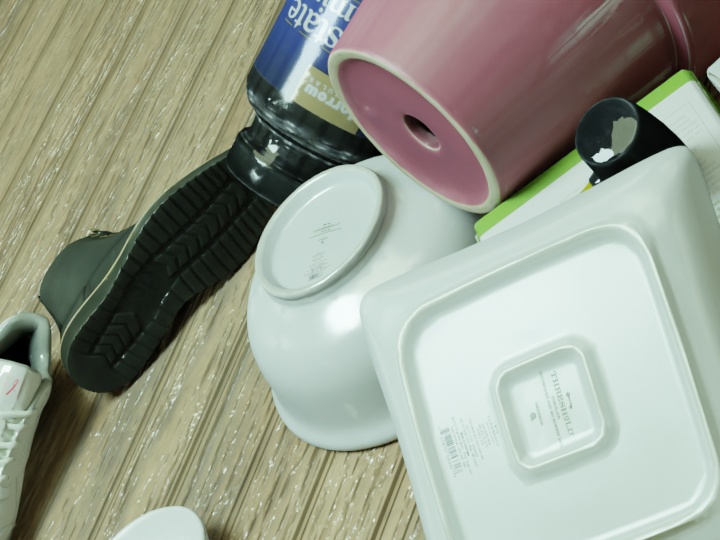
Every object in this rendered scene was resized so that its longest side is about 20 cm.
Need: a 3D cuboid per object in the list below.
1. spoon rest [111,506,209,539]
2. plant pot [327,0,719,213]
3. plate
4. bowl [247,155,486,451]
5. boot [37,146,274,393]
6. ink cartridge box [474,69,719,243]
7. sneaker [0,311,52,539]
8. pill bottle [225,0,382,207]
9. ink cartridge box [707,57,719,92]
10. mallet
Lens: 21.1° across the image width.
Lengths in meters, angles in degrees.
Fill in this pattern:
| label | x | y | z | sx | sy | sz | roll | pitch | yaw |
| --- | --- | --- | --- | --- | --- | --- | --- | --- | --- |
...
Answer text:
| label | x | y | z | sx | sy | sz | roll | pitch | yaw |
| --- | --- | --- | --- | --- | --- | --- | --- | --- | --- |
| spoon rest | -0.140 | 0.223 | 1.118 | 0.099 | 0.061 | 0.201 | -16 | 46 | 36 |
| plant pot | 0.086 | -0.138 | 1.092 | 0.179 | 0.200 | 0.200 | -47 | 34 | -16 |
| plate | 0.096 | 0.066 | 0.916 | 0.199 | 0.032 | 0.201 | -25 | 71 | 28 |
| bowl | 0.000 | 0.000 | 1.163 | 0.201 | 0.090 | 0.202 | -28 | 39 | 25 |
| boot | -0.154 | -0.024 | 1.365 | 0.200 | 0.077 | 0.138 | -46 | 30 | 0 |
| ink cartridge box | 0.162 | 0.014 | 0.996 | 0.148 | 0.076 | 0.200 | -37 | 42 | 13 |
| sneaker | -0.252 | 0.107 | 1.304 | 0.099 | 0.078 | 0.201 | 125 | 156 | -44 |
| pill bottle | -0.005 | -0.137 | 1.252 | 0.201 | 0.111 | 0.112 | -61 | 32 | 15 |
| ink cartridge box | 0.286 | -0.103 | 0.917 | 0.200 | 0.147 | 0.083 | -43 | 34 | 4 |
| mallet | 0.092 | -0.001 | 0.989 | 0.200 | 0.066 | 0.041 | -51 | 46 | 19 |
